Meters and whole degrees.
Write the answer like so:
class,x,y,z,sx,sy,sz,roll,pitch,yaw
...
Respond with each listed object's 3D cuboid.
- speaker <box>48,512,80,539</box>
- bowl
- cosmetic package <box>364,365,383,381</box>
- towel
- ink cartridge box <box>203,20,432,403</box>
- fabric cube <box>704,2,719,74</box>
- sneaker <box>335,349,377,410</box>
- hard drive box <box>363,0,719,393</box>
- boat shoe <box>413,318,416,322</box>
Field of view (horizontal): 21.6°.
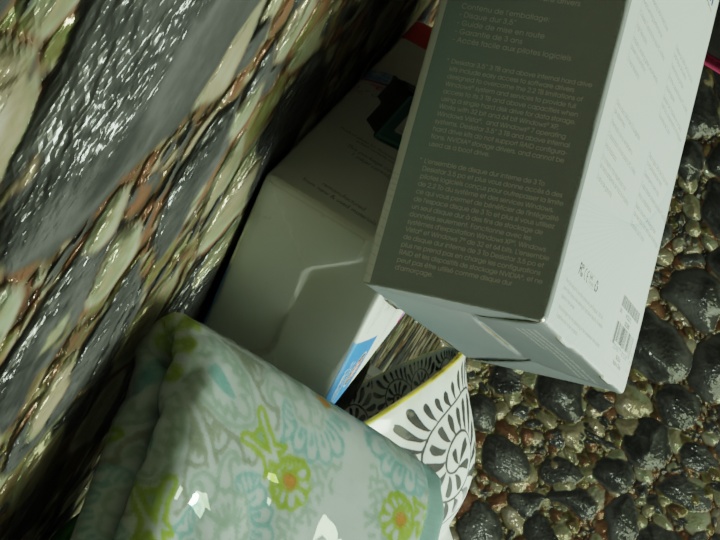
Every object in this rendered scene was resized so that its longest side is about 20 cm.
class,x,y,z,sx,sy,sz,roll,pitch,yaw
speaker,-0.119,0.182,0.834,0.088,0.088,0.200,-53,173,-42
bowl,-0.009,0.128,1.012,0.201,0.094,0.201,-30,-178,1
cosmetic package,-0.054,0.157,1.328,0.200,0.074,0.102,-60,174,15
towel,-0.047,0.140,0.735,0.171,0.048,0.200,38,62,-47
ink cartridge box,0.011,-0.032,0.861,0.200,0.067,0.116,-50,170,-51
fabric cube,0.230,-0.238,0.980,0.199,0.196,0.200,-54,173,-27
sneaker,0.000,0.000,1.010,0.200,0.077,0.089,-50,-177,-6
hard drive box,0.083,-0.064,0.780,0.156,0.077,0.200,39,66,-67
boat shoe,0.010,0.009,1.118,0.200,0.062,0.075,-59,172,8
